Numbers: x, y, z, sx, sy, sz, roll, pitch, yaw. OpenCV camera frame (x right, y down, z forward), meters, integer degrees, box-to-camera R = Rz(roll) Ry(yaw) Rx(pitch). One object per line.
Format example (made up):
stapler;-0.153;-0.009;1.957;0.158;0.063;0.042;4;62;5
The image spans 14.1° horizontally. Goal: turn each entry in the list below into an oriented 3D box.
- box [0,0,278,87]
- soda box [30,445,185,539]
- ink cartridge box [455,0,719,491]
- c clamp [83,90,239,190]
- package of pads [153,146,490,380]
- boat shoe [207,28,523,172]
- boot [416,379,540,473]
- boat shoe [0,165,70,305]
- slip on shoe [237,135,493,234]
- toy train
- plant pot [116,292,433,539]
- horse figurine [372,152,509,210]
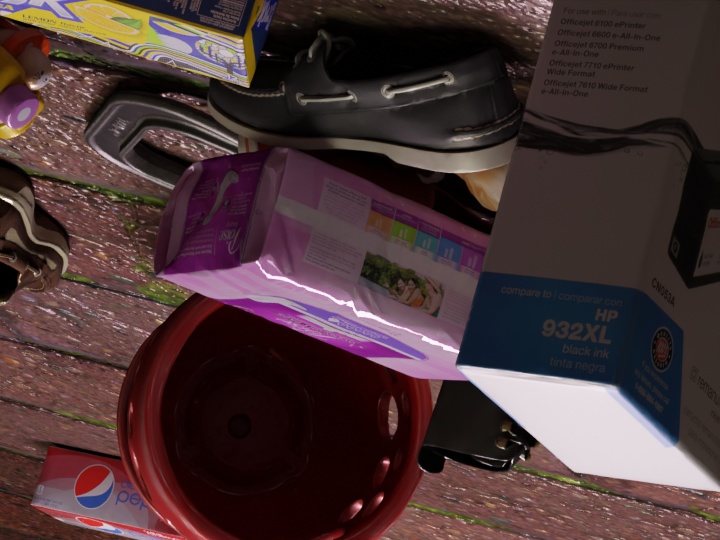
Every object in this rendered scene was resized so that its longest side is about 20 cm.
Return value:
box;-0.140;-0.155;1.410;0.199;0.065;0.070;17;165;5
soda box;-0.216;0.224;2.816;0.199;0.064;0.070;9;163;28
ink cartridge box;0.130;-0.020;1.316;0.083;0.201;0.145;6;161;31
c clamp;-0.085;-0.061;1.754;0.170;0.027;0.200;25;166;-4
package of pads;0.000;0.000;1.566;0.199;0.076;0.120;22;165;-30
boat shoe;0.000;-0.099;1.499;0.199;0.073;0.063;13;122;38
boot;0.124;0.059;1.713;0.077;0.139;0.199;28;161;-33
boat shoe;-0.255;-0.012;2.014;0.074;0.075;0.202;14;164;12
slip on shoe;0.014;-0.036;1.671;0.199;0.074;0.061;31;126;-23
toy train;-0.221;-0.142;1.581;0.150;0.056;0.200;46;173;-2
plant pot;-0.065;0.103;1.979;0.199;0.202;0.182;20;171;-10
horse figurine;0.106;-0.032;1.511;0.132;0.050;0.200;32;179;-32
